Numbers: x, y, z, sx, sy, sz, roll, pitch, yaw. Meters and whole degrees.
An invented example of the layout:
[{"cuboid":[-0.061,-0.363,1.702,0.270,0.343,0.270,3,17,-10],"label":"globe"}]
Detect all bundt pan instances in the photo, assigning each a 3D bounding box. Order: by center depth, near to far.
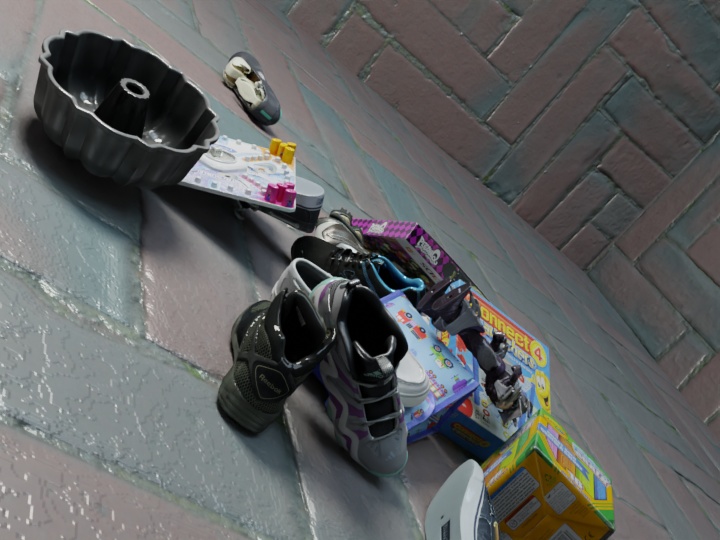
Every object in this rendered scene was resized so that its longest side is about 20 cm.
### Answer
[{"cuboid":[-0.252,-0.162,0.989,0.199,0.076,0.204,28,29,-17],"label":"bundt pan"}]

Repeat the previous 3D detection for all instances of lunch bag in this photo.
[{"cuboid":[0.017,0.121,1.045,0.151,0.094,0.199,49,30,17],"label":"lunch bag"}]

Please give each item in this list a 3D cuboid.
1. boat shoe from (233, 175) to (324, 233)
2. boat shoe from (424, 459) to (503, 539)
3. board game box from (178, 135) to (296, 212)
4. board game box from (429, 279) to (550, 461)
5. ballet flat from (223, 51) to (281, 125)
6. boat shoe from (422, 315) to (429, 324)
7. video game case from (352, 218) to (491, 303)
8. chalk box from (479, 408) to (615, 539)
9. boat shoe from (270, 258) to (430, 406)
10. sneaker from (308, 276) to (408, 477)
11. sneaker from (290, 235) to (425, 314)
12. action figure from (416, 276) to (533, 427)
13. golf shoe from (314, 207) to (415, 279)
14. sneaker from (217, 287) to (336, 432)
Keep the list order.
[{"cuboid":[-0.142,-0.106,1.228,0.195,0.069,0.074,21,25,8],"label":"boat shoe"},{"cuboid":[0.113,0.270,0.904,0.091,0.071,0.201,43,22,-7],"label":"boat shoe"},{"cuboid":[-0.173,-0.142,1.161,0.196,0.026,0.201,14,23,-10],"label":"board game box"},{"cuboid":[0.172,0.148,1.243,0.199,0.055,0.199,35,44,-29],"label":"board game box"},{"cuboid":[-0.206,-0.342,1.699,0.073,0.073,0.201,23,28,-52],"label":"ballet flat"},{"cuboid":[0.093,0.094,1.303,0.198,0.071,0.070,26,24,-47],"label":"boat shoe"},{"cuboid":[0.080,-0.004,1.394,0.181,0.036,0.199,46,-16,-24],"label":"video game case"},{"cuboid":[0.204,0.253,1.073,0.124,0.125,0.200,44,14,4],"label":"chalk box"},{"cuboid":[-0.003,0.061,0.980,0.199,0.069,0.072,40,41,11],"label":"boat shoe"},{"cuboid":[0.011,0.104,0.876,0.204,0.076,0.140,68,-18,-3],"label":"sneaker"},{"cuboid":[0.000,0.000,1.213,0.197,0.083,0.073,30,44,12],"label":"sneaker"},{"cuboid":[0.152,0.103,1.124,0.201,0.069,0.130,52,3,-18],"label":"action figure"},{"cuboid":[0.004,0.010,1.331,0.199,0.077,0.095,41,37,-15],"label":"golf shoe"},{"cuboid":[-0.071,0.061,0.885,0.076,0.114,0.200,41,13,-11],"label":"sneaker"}]
